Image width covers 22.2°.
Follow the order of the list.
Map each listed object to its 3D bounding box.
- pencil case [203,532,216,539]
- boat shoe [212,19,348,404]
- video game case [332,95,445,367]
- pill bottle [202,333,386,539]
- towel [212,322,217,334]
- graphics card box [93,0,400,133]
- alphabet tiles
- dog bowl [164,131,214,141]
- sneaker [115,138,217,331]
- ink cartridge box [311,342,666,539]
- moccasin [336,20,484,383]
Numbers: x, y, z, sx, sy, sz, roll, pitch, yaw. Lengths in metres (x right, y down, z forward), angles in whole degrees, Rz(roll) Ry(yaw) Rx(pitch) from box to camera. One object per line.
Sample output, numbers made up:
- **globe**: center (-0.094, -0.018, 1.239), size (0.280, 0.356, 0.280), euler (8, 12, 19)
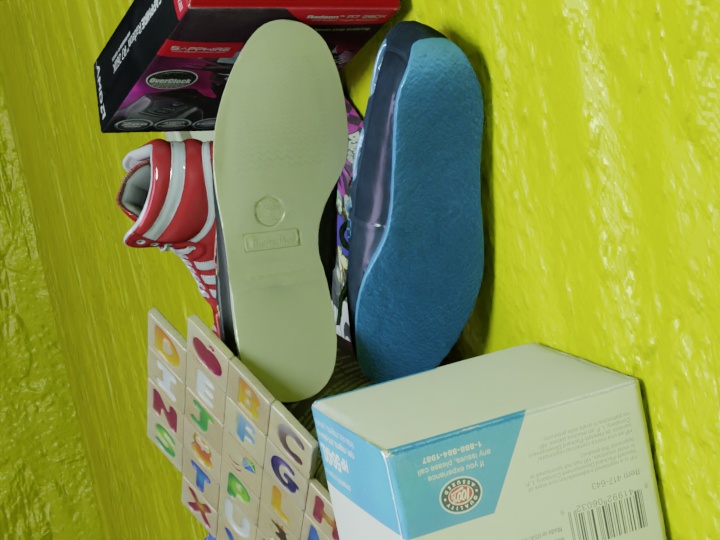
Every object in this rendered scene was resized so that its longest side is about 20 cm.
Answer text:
- **pencil case**: center (-0.060, 0.191, 1.200), size (0.087, 0.078, 0.200), euler (49, 163, 4)
- **boat shoe**: center (-0.047, -0.030, 0.981), size (0.063, 0.073, 0.203), euler (167, 102, -76)
- **video game case**: center (0.000, 0.000, 1.153), size (0.200, 0.036, 0.182), euler (-122, 25, -48)
- **pill bottle**: center (0.000, 0.113, 1.035), size (0.199, 0.116, 0.117), euler (30, 136, 41)
- **towel**: center (-0.080, 0.037, 1.334), size (0.145, 0.022, 0.202), euler (-166, 89, -73)
- **graphics card box**: center (-0.071, -0.134, 1.056), size (0.200, 0.124, 0.051), euler (146, 117, -63)
- **alphabet tiles**: center (-0.064, 0.112, 1.007), size (0.166, 0.006, 0.201), euler (45, 151, 22)
- **dog bowl**: center (-0.096, -0.145, 1.288), size (0.200, 0.073, 0.202), euler (166, 90, -74)
- **sneaker**: center (-0.109, -0.019, 1.211), size (0.201, 0.111, 0.072), euler (105, 162, -50)
- **ink cartridge box**: center (0.069, 0.154, 0.880), size (0.125, 0.127, 0.202), euler (-160, 58, -71)
- **moccasin**: center (0.031, -0.036, 0.973), size (0.068, 0.080, 0.201), euler (-119, 35, -54)
